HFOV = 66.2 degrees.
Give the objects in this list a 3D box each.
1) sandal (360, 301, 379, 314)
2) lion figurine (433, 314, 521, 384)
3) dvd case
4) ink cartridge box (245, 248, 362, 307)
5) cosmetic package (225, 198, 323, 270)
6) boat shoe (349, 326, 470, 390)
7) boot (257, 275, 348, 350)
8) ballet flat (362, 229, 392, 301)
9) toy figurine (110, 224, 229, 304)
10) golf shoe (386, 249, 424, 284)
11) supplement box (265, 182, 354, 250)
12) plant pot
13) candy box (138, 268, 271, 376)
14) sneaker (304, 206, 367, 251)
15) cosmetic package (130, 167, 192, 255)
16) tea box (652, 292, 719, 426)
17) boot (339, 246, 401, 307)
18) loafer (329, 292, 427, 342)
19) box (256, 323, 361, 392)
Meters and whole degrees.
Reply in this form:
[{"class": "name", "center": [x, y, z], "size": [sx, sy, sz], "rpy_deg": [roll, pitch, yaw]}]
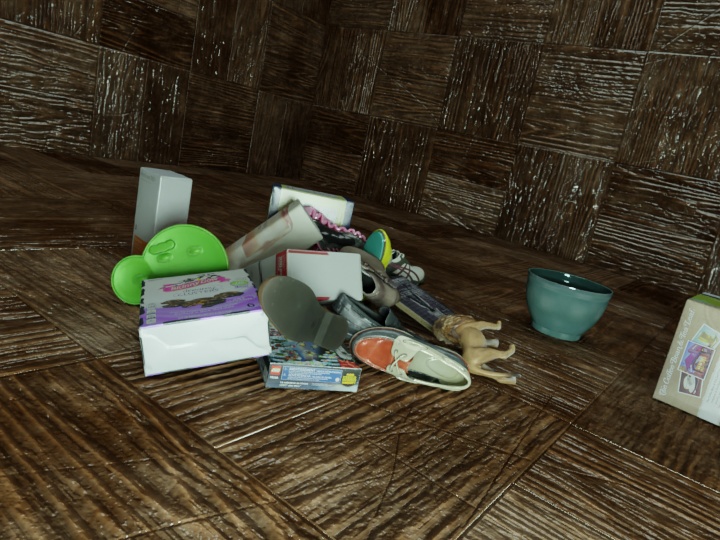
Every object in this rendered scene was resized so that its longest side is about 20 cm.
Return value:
[{"class": "sandal", "center": [0.030, 0.090, 1.058], "size": [0.081, 0.055, 0.200], "rpy_deg": [2, 23, -36]}, {"class": "lion figurine", "center": [0.206, 0.138, 1.004], "size": [0.121, 0.074, 0.200], "rpy_deg": [3, 18, -6]}, {"class": "dvd case", "center": [0.133, 0.077, 1.201], "size": [0.199, 0.016, 0.148], "rpy_deg": [36, 21, 22]}, {"class": "ink cartridge box", "center": [-0.108, 0.022, 0.990], "size": [0.143, 0.085, 0.199], "rpy_deg": [3, -11, -32]}, {"class": "cosmetic package", "center": [-0.185, -0.055, 1.153], "size": [0.088, 0.199, 0.103], "rpy_deg": [56, -1, -16]}, {"class": "boat shoe", "center": [0.079, 0.143, 0.873], "size": [0.197, 0.072, 0.063], "rpy_deg": [16, 15, -3]}, {"class": "boot", "center": [-0.095, 0.058, 0.778], "size": [0.075, 0.074, 0.200], "rpy_deg": [22, -12, 33]}, {"class": "ballet flat", "center": [0.033, -0.013, 1.207], "size": [0.066, 0.201, 0.067], "rpy_deg": [-9, 48, -34]}, {"class": "toy figurine", "center": [-0.334, 0.002, 1.027], "size": [0.197, 0.152, 0.184], "rpy_deg": [-14, 3, -7]}, {"class": "golf shoe", "center": [0.111, -0.008, 1.497], "size": [0.198, 0.089, 0.077], "rpy_deg": [1, 15, -45]}, {"class": "supplement box", "center": [-0.138, -0.098, 1.375], "size": [0.197, 0.203, 0.134], "rpy_deg": [10, 10, -11]}, {"class": "plant pot", "center": [0.489, 0.087, 1.338], "size": [0.197, 0.136, 0.200], "rpy_deg": [12, 12, -3]}, {"class": "candy box", "center": [-0.233, 0.066, 0.811], "size": [0.165, 0.073, 0.200], "rpy_deg": [-8, 19, -19]}, {"class": "sneaker", "center": [-0.068, -0.061, 1.269], "size": [0.198, 0.096, 0.079], "rpy_deg": [26, -33, -8]}, {"class": "cosmetic package", "center": [-0.407, -0.098, 1.125], "size": [0.071, 0.203, 0.101], "rpy_deg": [-1, 17, -45]}, {"class": "tea box", "center": [0.676, 0.162, 1.054], "size": [0.133, 0.203, 0.195], "rpy_deg": [23, 18, 38]}, {"class": "boot", "center": [0.000, 0.000, 1.075], "size": [0.199, 0.071, 0.146], "rpy_deg": [38, 6, 28]}, {"class": "loafer", "center": [0.039, 0.097, 0.929], "size": [0.199, 0.071, 0.068], "rpy_deg": [23, 14, -22]}, {"class": "box", "center": [-0.093, 0.121, 0.855], "size": [0.135, 0.040, 0.200], "rpy_deg": [8, 13, -22]}]
